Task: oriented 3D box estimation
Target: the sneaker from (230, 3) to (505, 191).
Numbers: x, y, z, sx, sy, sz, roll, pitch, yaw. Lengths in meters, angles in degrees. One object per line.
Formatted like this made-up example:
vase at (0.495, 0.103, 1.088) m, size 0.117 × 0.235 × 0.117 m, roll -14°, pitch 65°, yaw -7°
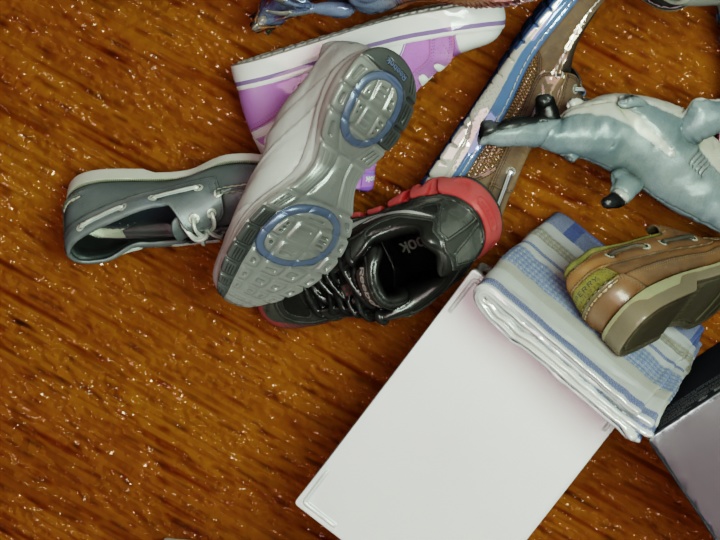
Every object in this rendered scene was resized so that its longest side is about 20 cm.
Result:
sneaker at (0.018, -0.120, 1.405) m, size 0.199 × 0.073 × 0.115 m, roll -16°, pitch 97°, yaw 17°

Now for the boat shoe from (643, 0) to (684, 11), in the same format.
boat shoe at (0.180, -0.272, 1.375) m, size 0.073 × 0.063 × 0.202 m, roll -24°, pitch 94°, yaw 5°

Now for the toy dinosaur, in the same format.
toy dinosaur at (-0.004, -0.184, 1.350) m, size 0.200 × 0.181 × 0.105 m, roll 35°, pitch 73°, yaw -4°

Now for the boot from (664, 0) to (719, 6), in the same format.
boot at (0.271, -0.183, 1.291) m, size 0.073 × 0.199 × 0.182 m, roll -47°, pitch 62°, yaw 32°

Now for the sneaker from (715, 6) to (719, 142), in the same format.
sneaker at (0.269, -0.128, 1.377) m, size 0.082 × 0.070 × 0.201 m, roll -28°, pitch 82°, yaw 30°

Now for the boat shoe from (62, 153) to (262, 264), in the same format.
boat shoe at (-0.117, -0.036, 1.409) m, size 0.199 × 0.062 × 0.073 m, roll -2°, pitch 139°, yaw 14°

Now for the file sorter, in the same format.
file sorter at (0.075, 0.114, 1.387) m, size 0.139 × 0.125 × 0.200 m, roll 37°, pitch 98°, yaw 1°

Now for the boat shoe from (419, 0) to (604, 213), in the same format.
boat shoe at (0.123, -0.119, 1.394) m, size 0.072 × 0.072 × 0.200 m, roll 33°, pitch 107°, yaw -3°

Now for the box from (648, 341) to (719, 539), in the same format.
box at (0.285, 0.153, 1.340) m, size 0.104 × 0.182 × 0.200 m, roll -34°, pitch 90°, yaw 8°

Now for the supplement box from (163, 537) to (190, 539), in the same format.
supplement box at (-0.056, 0.244, 1.412) m, size 0.199 × 0.126 × 0.074 m, roll 3°, pitch 96°, yaw 5°

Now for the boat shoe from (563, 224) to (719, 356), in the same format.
boat shoe at (0.208, -0.002, 1.340) m, size 0.068 × 0.200 × 0.072 m, roll 47°, pitch 119°, yaw 19°

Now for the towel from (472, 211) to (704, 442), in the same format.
towel at (0.156, 0.033, 1.333) m, size 0.147 × 0.200 × 0.024 m, roll 41°, pitch 116°, yaw 5°

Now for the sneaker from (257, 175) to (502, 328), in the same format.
sneaker at (0.000, 0.000, 1.378) m, size 0.200 × 0.098 × 0.071 m, roll -21°, pitch 107°, yaw 29°

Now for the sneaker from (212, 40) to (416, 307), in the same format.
sneaker at (-0.037, -0.065, 1.344) m, size 0.074 × 0.087 × 0.201 m, roll 31°, pitch 95°, yaw -32°

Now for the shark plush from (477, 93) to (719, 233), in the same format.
shark plush at (0.179, -0.078, 1.331) m, size 0.199 × 0.091 × 0.084 m, roll 14°, pitch 70°, yaw -29°
